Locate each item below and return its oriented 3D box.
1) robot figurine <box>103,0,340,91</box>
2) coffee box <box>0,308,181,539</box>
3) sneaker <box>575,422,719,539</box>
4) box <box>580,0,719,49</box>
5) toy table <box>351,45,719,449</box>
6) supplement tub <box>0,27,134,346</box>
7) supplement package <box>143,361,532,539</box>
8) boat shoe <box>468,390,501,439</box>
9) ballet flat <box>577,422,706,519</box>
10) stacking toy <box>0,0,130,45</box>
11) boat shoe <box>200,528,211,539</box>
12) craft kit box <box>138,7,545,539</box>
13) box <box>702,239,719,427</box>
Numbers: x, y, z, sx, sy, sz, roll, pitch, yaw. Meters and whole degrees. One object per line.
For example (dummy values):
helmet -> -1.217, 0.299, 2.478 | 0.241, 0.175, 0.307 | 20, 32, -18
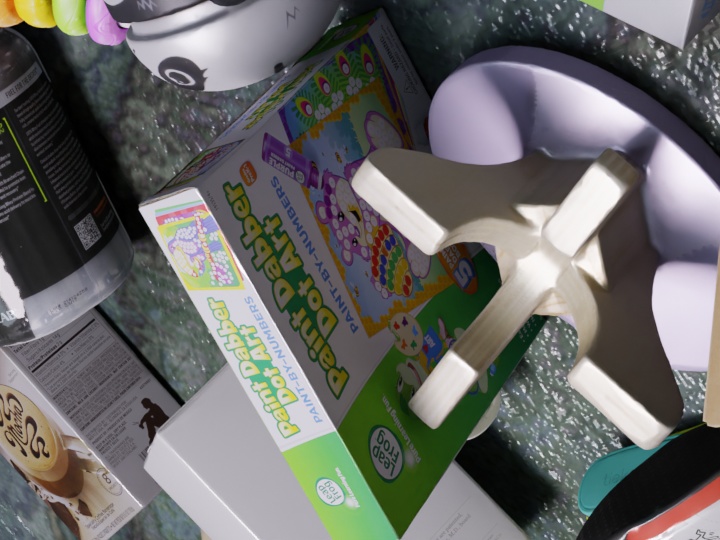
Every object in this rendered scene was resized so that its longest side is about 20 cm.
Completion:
robot figurine -> -0.088, -0.186, 0.943 | 0.124, 0.150, 0.201 | -11, 115, 34
coffee box -> -0.213, 0.086, 1.346 | 0.200, 0.080, 0.113 | 48, 144, 0
sneaker -> 0.198, 0.106, 0.842 | 0.201, 0.067, 0.108 | -37, 101, 17
box -> 0.077, -0.205, 0.836 | 0.199, 0.041, 0.157 | 29, 139, 22
toy table -> 0.097, -0.009, 0.910 | 0.199, 0.117, 0.185 | 32, 131, 13
supplement tub -> -0.234, -0.065, 1.199 | 0.122, 0.122, 0.201 | -1, 122, 45
supplement package -> -0.018, 0.137, 1.144 | 0.200, 0.120, 0.121 | 45, 163, 3
boat shoe -> -0.002, 0.018, 1.090 | 0.199, 0.075, 0.066 | 43, 164, 0
ballet flat -> 0.193, 0.108, 0.991 | 0.067, 0.067, 0.200 | 34, 149, -18
stacking toy -> -0.149, -0.168, 1.061 | 0.198, 0.116, 0.110 | 22, 133, 10
boat shoe -> -0.070, 0.166, 1.291 | 0.068, 0.075, 0.200 | 46, 134, 6
craft kit box -> 0.000, 0.000, 0.962 | 0.048, 0.198, 0.201 | -15, 113, 39
box -> 0.218, -0.033, 0.764 | 0.162, 0.021, 0.202 | 1, 83, 43
